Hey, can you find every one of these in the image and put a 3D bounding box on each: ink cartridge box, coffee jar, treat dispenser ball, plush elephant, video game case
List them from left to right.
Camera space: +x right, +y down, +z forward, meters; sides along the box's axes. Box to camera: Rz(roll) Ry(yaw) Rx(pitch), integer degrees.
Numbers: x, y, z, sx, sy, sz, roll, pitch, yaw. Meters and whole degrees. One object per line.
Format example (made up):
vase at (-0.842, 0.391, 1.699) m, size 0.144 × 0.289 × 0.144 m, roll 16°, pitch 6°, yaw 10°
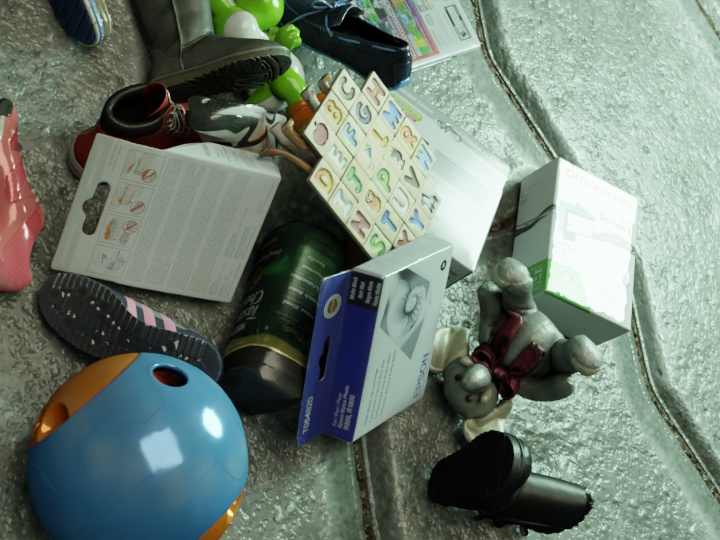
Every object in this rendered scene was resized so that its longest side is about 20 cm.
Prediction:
treat dispenser ball at (-0.202, 0.176, 1.101) m, size 0.199 × 0.201 × 0.203 m, roll 13°, pitch 64°, yaw -28°
ink cartridge box at (-0.199, -0.058, 1.231) m, size 0.198 × 0.161 × 0.047 m, roll 12°, pitch 28°, yaw -27°
coffee jar at (-0.085, 0.052, 1.288) m, size 0.085 × 0.104 × 0.201 m, roll 31°, pitch 56°, yaw -24°
ink cartridge box at (0.018, 0.077, 1.280) m, size 0.040 × 0.201 × 0.199 m, roll 24°, pitch 28°, yaw 29°
video game case at (0.050, -0.361, 1.597) m, size 0.181 × 0.023 × 0.201 m, roll -24°, pitch 85°, yaw -37°
ink cartridge box at (0.065, -0.104, 1.460) m, size 0.199 × 0.084 × 0.176 m, roll 36°, pitch 54°, yaw -15°
plush elephant at (0.157, 0.109, 1.399) m, size 0.154 × 0.200 × 0.165 m, roll -36°, pitch 78°, yaw -15°
ink cartridge box at (0.277, -0.025, 1.564) m, size 0.145 × 0.084 × 0.202 m, roll 23°, pitch 60°, yaw -23°

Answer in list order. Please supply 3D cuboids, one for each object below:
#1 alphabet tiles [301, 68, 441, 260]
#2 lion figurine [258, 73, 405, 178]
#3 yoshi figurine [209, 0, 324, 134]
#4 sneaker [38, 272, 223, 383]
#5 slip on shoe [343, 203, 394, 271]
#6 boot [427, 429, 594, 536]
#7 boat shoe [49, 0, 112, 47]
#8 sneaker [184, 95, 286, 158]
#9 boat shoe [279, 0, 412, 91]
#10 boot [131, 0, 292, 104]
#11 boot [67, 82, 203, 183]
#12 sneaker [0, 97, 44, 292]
alphabet tiles at (0.016, -0.109, 1.296) m, size 0.200 × 0.006 × 0.167 m, roll 50°, pitch 52°, yaw -30°
lion figurine at (-0.027, -0.136, 1.309) m, size 0.123 × 0.072 × 0.200 m, roll 49°, pitch 46°, yaw -14°
yoshi figurine at (-0.098, -0.262, 1.416) m, size 0.201 × 0.112 × 0.112 m, roll 51°, pitch 37°, yaw -1°
sneaker at (-0.230, 0.067, 1.222) m, size 0.199 × 0.082 × 0.071 m, roll 29°, pitch 86°, yaw 2°
slip on shoe at (0.000, 0.000, 1.353) m, size 0.060 × 0.076 × 0.202 m, roll -6°, pitch 109°, yaw -13°
boot at (0.182, 0.240, 1.331) m, size 0.161 × 0.198 × 0.074 m, roll 19°, pitch 64°, yaw -18°
boat shoe at (-0.311, -0.342, 1.326) m, size 0.072 × 0.072 × 0.201 m, roll -21°, pitch 83°, yaw -38°
sneaker at (-0.131, -0.140, 1.290) m, size 0.200 × 0.073 × 0.081 m, roll 3°, pitch 99°, yaw -73°
boat shoe at (-0.013, -0.293, 1.453) m, size 0.199 × 0.069 × 0.084 m, roll 30°, pitch 47°, yaw 18°
boot at (-0.177, -0.298, 1.361) m, size 0.180 × 0.073 × 0.202 m, roll -11°, pitch 70°, yaw 4°
boot at (-0.197, -0.159, 1.279) m, size 0.199 × 0.144 × 0.073 m, roll -20°, pitch 79°, yaw -39°
sneaker at (-0.355, -0.070, 1.200) m, size 0.086 × 0.073 × 0.202 m, roll 19°, pitch 65°, yaw -40°
